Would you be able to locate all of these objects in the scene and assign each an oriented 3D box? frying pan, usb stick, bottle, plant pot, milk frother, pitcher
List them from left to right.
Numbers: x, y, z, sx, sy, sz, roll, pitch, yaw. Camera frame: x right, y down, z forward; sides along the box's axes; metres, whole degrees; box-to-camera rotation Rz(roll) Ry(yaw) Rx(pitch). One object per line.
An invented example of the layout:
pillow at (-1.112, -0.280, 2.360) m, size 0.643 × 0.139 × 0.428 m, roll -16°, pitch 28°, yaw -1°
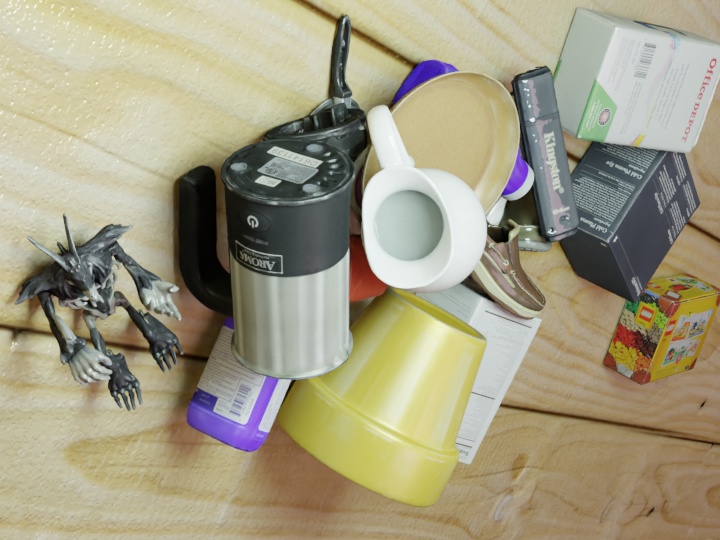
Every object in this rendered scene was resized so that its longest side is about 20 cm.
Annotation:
bottle at (-0.101, 0.076, 1.374) m, size 0.065 × 0.083 × 0.200 m, roll 29°, pitch 82°, yaw -61°
milk frother at (-0.053, -0.038, 1.279) m, size 0.200 × 0.180 × 0.189 m, roll -25°, pitch 131°, yaw -35°
frying pan at (-0.015, -0.154, 1.387) m, size 0.115 × 0.031 × 0.190 m, roll 6°, pitch 112°, yaw -58°
plant pot at (0.038, 0.127, 1.504) m, size 0.201 × 0.201 × 0.189 m, roll 18°, pitch 102°, yaw -58°
pitcher at (0.050, -0.064, 1.306) m, size 0.200 × 0.121 × 0.172 m, roll 8°, pitch 70°, yaw -79°
plant pot at (0.079, -0.115, 1.420) m, size 0.200 × 0.027 × 0.200 m, roll -19°, pitch 127°, yaw -28°
bottle at (0.119, -0.145, 1.499) m, size 0.200 × 0.065 × 0.084 m, roll 39°, pitch 83°, yaw -41°
usb stick at (0.213, -0.133, 1.577) m, size 0.055 × 0.033 × 0.201 m, roll -22°, pitch 107°, yaw -31°

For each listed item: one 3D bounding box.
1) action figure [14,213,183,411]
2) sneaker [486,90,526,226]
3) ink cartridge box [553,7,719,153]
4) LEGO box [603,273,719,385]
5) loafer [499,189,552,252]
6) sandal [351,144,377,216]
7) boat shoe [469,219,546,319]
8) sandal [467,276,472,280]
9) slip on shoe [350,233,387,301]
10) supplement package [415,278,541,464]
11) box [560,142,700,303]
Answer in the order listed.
action figure at (-0.214, 0.038, 1.186) m, size 0.119 × 0.102 × 0.200 m, roll -40°, pitch 145°, yaw -11°
sneaker at (0.150, -0.120, 1.602) m, size 0.079 × 0.074 × 0.200 m, roll 21°, pitch 97°, yaw -53°
ink cartridge box at (0.343, -0.234, 1.716) m, size 0.200 × 0.087 × 0.146 m, roll 4°, pitch 113°, yaw -32°
LEGO box at (0.497, 0.093, 2.247) m, size 0.200 × 0.077 × 0.149 m, roll -6°, pitch 119°, yaw -52°
loafer at (0.202, -0.071, 1.684) m, size 0.200 × 0.075 × 0.070 m, roll -57°, pitch 147°, yaw -71°
sandal at (0.037, -0.075, 1.475) m, size 0.083 × 0.050 × 0.203 m, roll -56°, pitch 157°, yaw -13°
boat shoe at (0.155, -0.022, 1.564) m, size 0.075 × 0.075 × 0.202 m, roll -41°, pitch 120°, yaw 17°
sandal at (0.153, 0.046, 1.755) m, size 0.075 × 0.048 × 0.201 m, roll -34°, pitch 139°, yaw -36°
slip on shoe at (0.000, 0.000, 1.421) m, size 0.200 × 0.061 × 0.074 m, roll -33°, pitch 137°, yaw -78°
supplement package at (0.108, 0.114, 1.660) m, size 0.114 × 0.109 × 0.200 m, roll 21°, pitch 99°, yaw -38°
box at (0.366, -0.086, 1.899) m, size 0.182 × 0.104 × 0.200 m, roll -56°, pitch 147°, yaw -12°
